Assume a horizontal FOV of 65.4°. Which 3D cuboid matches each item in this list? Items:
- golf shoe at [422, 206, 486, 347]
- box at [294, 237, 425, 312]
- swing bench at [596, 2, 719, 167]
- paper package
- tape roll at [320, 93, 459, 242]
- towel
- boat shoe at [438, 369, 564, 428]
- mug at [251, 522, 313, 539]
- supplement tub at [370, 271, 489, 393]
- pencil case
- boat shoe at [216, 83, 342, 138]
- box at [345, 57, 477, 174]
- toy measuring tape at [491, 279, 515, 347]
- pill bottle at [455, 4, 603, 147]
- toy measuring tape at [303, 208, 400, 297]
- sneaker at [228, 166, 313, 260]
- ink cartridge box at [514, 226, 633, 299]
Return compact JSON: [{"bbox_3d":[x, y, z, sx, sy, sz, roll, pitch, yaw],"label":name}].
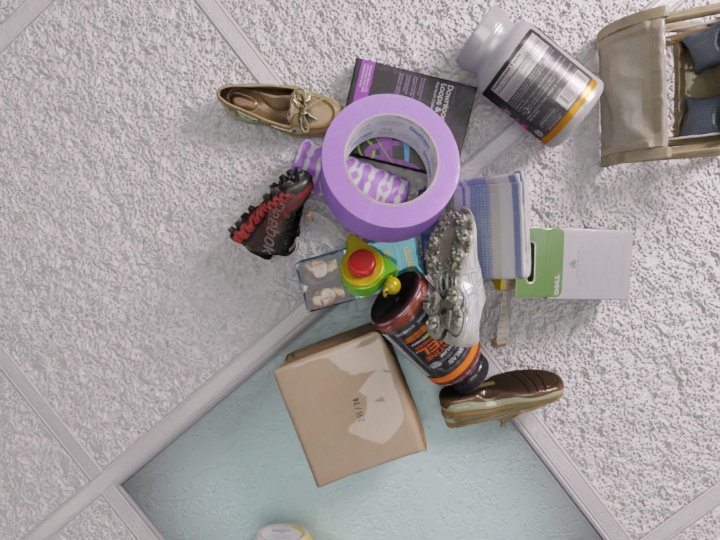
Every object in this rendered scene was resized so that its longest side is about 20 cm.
[{"bbox_3d":[0.142,0.012,0.803,0.077,0.097,0.204,-9,62,42],"label":"golf shoe"},{"bbox_3d":[0.000,0.000,0.900,0.196,0.049,0.084,-16,94,4],"label":"box"},{"bbox_3d":[0.456,-0.263,0.809,0.195,0.130,0.204,-5,95,4],"label":"swing bench"},{"bbox_3d":[-0.015,0.208,0.893,0.187,0.103,0.204,-21,94,5],"label":"paper package"},{"bbox_3d":[0.040,-0.147,0.807,0.195,0.066,0.205,1,74,-5],"label":"tape roll"},{"bbox_3d":[0.166,-0.063,0.836,0.023,0.198,0.150,-7,95,-40],"label":"towel"},{"bbox_3d":[0.228,0.213,0.903,0.196,0.072,0.078,-10,109,12],"label":"boat shoe"},{"bbox_3d":[-0.120,0.507,0.927,0.147,0.185,0.157,0,86,36],"label":"mug"},{"bbox_3d":[0.113,0.101,0.858,0.107,0.107,0.200,-44,113,6],"label":"supplement tub"},{"bbox_3d":[-0.017,-0.132,0.877,0.197,0.084,0.087,24,117,3],"label":"pencil case"},{"bbox_3d":[-0.125,-0.253,0.879,0.195,0.063,0.075,6,95,2],"label":"boat shoe"},{"bbox_3d":[0.072,-0.236,0.882,0.196,0.036,0.146,13,96,1],"label":"box"},{"bbox_3d":[0.208,0.013,0.876,0.072,0.074,0.205,4,100,3],"label":"toy measuring tape"},{"bbox_3d":[0.245,-0.287,0.827,0.199,0.116,0.117,38,96,0],"label":"pill bottle"},{"bbox_3d":[-0.026,-0.018,0.839,0.198,0.073,0.074,35,97,20],"label":"toy measuring tape"},{"bbox_3d":[-0.120,-0.079,0.860,0.098,0.071,0.199,44,134,-12],"label":"sneaker"},{"bbox_3d":[0.309,-0.011,0.848,0.195,0.059,0.106,1,94,-14],"label":"ink cartridge box"}]
